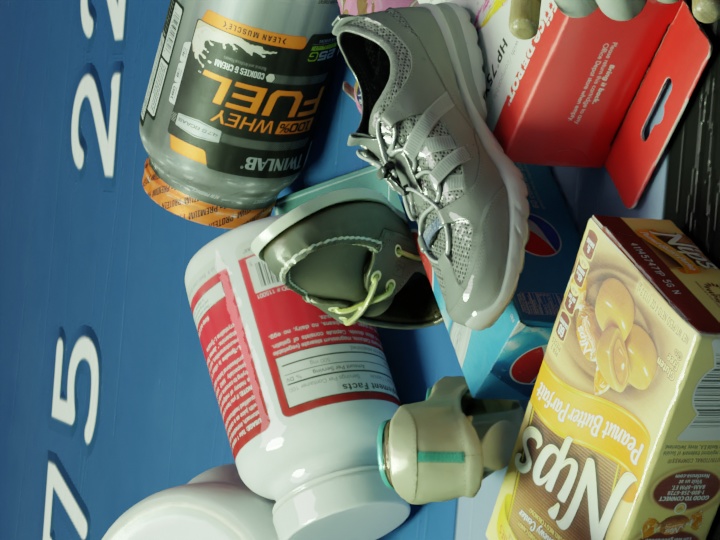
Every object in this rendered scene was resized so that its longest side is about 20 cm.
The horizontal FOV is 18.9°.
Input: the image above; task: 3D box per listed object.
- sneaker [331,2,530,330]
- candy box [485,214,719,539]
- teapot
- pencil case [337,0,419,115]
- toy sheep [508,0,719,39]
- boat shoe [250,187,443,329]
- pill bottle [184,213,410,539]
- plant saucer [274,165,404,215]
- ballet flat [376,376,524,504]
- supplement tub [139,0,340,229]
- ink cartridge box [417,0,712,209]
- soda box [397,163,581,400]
[{"bbox_3d":[0.031,-0.055,1.153,0.075,0.082,0.200,122,141,-49],"label":"sneaker"},{"bbox_3d":[0.134,0.087,1.100,0.115,0.055,0.200,54,135,52],"label":"candy box"},{"bbox_3d":[-0.081,0.239,1.444,0.197,0.146,0.200,38,102,31],"label":"teapot"},{"bbox_3d":[0.016,-0.182,1.355,0.083,0.086,0.200,76,180,-58],"label":"pencil case"},{"bbox_3d":[0.116,-0.181,1.041,0.138,0.199,0.138,-1,-90,-78],"label":"toy sheep"},{"bbox_3d":[0.002,-0.002,1.261,0.072,0.202,0.060,-32,74,18],"label":"boat shoe"},{"bbox_3d":[-0.036,0.074,1.384,0.112,0.112,0.200,-50,51,51],"label":"pill bottle"},{"bbox_3d":[-0.015,-0.032,1.475,0.200,0.019,0.070,165,107,-65],"label":"plant saucer"},{"bbox_3d":[0.061,0.094,1.207,0.200,0.069,0.070,-23,-60,-76],"label":"ballet flat"},{"bbox_3d":[-0.082,-0.138,1.501,0.123,0.122,0.200,54,134,53],"label":"supplement tub"},{"bbox_3d":[0.105,-0.138,1.175,0.200,0.067,0.116,-115,36,-44],"label":"ink cartridge box"},{"bbox_3d":[0.074,-0.023,1.231,0.068,0.064,0.200,118,146,-41],"label":"soda box"}]
